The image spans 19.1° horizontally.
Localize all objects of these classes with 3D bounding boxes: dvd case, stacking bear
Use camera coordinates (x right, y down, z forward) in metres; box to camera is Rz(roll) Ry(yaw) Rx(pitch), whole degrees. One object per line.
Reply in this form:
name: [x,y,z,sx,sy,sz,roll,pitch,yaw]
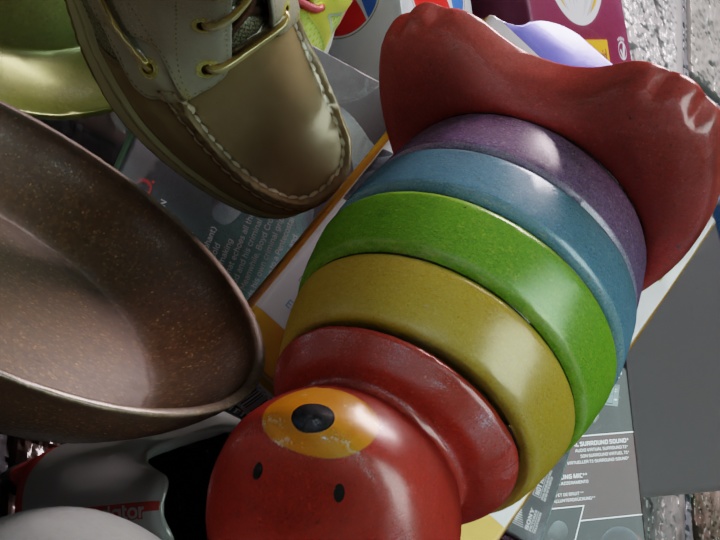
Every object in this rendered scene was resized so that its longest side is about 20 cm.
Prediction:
dvd case: [0.000,0.000,0.798,0.199,0.022,0.147,27,64,-14]
stacking bear: [0.021,0.030,0.664,0.200,0.121,0.114,-56,154,-36]

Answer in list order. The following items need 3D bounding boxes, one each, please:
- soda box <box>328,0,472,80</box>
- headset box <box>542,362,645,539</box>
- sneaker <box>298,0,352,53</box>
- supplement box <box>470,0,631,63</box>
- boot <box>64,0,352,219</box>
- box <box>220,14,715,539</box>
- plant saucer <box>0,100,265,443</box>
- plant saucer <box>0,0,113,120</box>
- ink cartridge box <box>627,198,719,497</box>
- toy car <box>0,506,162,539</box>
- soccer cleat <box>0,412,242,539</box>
soda box: [0.004,-0.157,0.979,0.068,0.063,0.201,-3,84,-58]
headset box: [0.049,0.072,0.903,0.075,0.149,0.201,-3,82,-23]
sneaker: [-0.018,-0.150,0.874,0.078,0.090,0.201,28,74,-15]
supplement box: [0.061,-0.180,1.056,0.110,0.085,0.201,-10,90,-58]
boot: [-0.035,-0.098,0.693,0.072,0.154,0.200,-44,115,-25]
box: [0.045,0.000,0.785,0.119,0.041,0.200,42,59,-6]
plant saucer: [-0.124,-0.005,0.670,0.200,0.200,0.037,2,125,-58]
plant saucer: [-0.101,-0.155,0.773,0.199,0.031,0.201,-23,124,-38]
ink cartridge box: [0.174,0.015,1.130,0.200,0.145,0.148,-33,110,-57]
toy car: [-0.096,0.132,0.614,0.177,0.199,0.185,61,37,-29]
soccer cleat: [-0.049,0.081,0.810,0.200,0.085,0.069,-4,87,-58]
